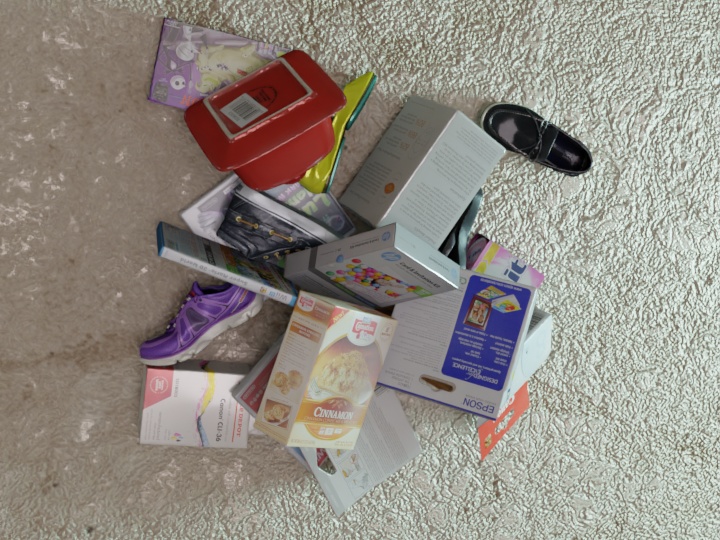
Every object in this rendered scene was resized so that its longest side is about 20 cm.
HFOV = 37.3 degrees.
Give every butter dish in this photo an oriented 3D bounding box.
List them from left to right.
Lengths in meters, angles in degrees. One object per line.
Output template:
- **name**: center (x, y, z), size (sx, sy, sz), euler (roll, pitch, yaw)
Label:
- **butter dish**: center (-0.116, -0.183, 1.472), size (0.199, 0.200, 0.148), euler (-29, 131, -7)

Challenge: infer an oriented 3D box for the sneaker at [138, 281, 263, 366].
- **sneaker**: center (-0.240, 0.064, 1.546), size (0.200, 0.081, 0.084), euler (-34, 111, -5)

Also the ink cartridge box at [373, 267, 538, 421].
- **ink cartridge box**: center (0.136, 0.097, 1.542), size (0.197, 0.047, 0.201), euler (16, 82, 19)

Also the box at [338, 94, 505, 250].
- **box**: center (0.086, -0.136, 1.549), size (0.106, 0.152, 0.200), euler (34, 92, -28)

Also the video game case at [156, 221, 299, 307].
- **video game case**: center (-0.188, -0.010, 1.492), size (0.199, 0.143, 0.018), euler (21, 100, -17)

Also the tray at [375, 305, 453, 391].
- **tray**: center (0.083, 0.099, 1.605), size (0.200, 0.037, 0.099), euler (30, 93, 19)

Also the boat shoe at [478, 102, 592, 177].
- **boat shoe**: center (0.274, -0.201, 1.639), size (0.199, 0.062, 0.075), euler (25, 96, -16)

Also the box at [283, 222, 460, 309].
- **box**: center (0.016, 0.002, 1.504), size (0.156, 0.200, 0.041), euler (32, 53, -43)

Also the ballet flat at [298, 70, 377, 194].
- **ballet flat**: center (-0.042, -0.209, 1.548), size (0.067, 0.067, 0.201), euler (23, 85, -4)

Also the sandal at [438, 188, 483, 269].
- **sandal**: center (0.130, -0.042, 1.627), size (0.043, 0.076, 0.201), euler (15, 87, -37)

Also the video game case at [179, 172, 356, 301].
- **video game case**: center (-0.135, -0.072, 1.579), size (0.200, 0.023, 0.182), euler (-38, 108, -5)

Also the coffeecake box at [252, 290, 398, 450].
- **coffeecake box**: center (-0.046, 0.142, 1.491), size (0.153, 0.073, 0.201), euler (16, 94, -52)

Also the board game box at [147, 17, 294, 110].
- **board game box**: center (-0.194, -0.278, 1.521), size (0.199, 0.032, 0.120), euler (10, 102, -16)

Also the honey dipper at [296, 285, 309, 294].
- **honey dipper**: center (0.000, 0.000, 1.624), size (0.199, 0.038, 0.038), euler (-17, 105, -14)

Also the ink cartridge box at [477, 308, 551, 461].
- **ink cartridge box**: center (0.238, 0.181, 1.644), size (0.160, 0.047, 0.201), euler (-39, 134, -41)

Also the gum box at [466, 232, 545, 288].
- **gum box**: center (0.181, 0.058, 1.664), size (0.113, 0.066, 0.200), euler (31, 92, -19)

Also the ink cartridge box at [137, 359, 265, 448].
- **ink cartridge box**: center (-0.225, 0.198, 1.586), size (0.199, 0.067, 0.117), euler (5, 99, -16)

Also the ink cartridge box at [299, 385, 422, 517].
- **ink cartridge box**: center (-0.014, 0.247, 1.630), size (0.176, 0.045, 0.200), euler (-34, 117, -18)

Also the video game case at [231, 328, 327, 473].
- **video game case**: center (-0.086, 0.195, 1.608), size (0.143, 0.017, 0.200), euler (-50, 123, -16)

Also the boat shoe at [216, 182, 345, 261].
- **boat shoe**: center (-0.107, -0.044, 1.549), size (0.200, 0.071, 0.091), euler (28, 98, -12)
